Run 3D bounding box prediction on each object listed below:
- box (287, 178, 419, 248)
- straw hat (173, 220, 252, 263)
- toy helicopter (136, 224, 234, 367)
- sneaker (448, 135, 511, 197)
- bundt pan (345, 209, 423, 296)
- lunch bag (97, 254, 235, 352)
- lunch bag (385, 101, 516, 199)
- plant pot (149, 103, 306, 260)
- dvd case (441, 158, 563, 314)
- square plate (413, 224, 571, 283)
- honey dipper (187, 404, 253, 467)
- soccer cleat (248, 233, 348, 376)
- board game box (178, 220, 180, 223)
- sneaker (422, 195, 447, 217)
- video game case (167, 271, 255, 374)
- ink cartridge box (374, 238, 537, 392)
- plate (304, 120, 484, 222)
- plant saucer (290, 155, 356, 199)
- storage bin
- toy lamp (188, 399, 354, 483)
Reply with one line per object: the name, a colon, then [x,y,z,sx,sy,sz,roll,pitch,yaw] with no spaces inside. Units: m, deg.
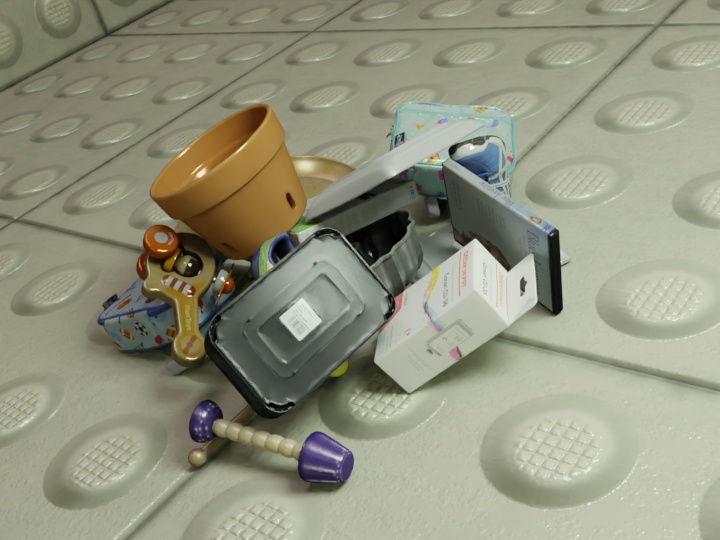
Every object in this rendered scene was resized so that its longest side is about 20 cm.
box: [-0.035,-0.083,1.297,0.199,0.037,0.144,-25,19,-25]
straw hat: [-0.234,-0.051,1.385,0.200,0.202,0.085,15,55,42]
toy helicopter: [-0.224,0.036,1.206,0.131,0.079,0.202,3,56,-22]
sneaker: [0.172,-0.121,1.234,0.075,0.200,0.078,-15,68,18]
bundt pan: [0.000,0.000,1.262,0.200,0.076,0.202,-25,23,11]
lunch bag: [-0.287,0.043,1.339,0.199,0.076,0.160,-8,31,42]
lunch bag: [0.137,-0.189,1.389,0.198,0.077,0.162,7,51,2]
plant pot: [-0.166,-0.110,1.236,0.199,0.141,0.201,-28,27,15]
dvd case: [0.180,-0.044,1.155,0.017,0.143,0.200,-34,48,-18]
square plate: [0.164,-0.026,1.290,0.198,0.029,0.198,-23,31,-9]
honey dipper: [-0.137,0.170,1.124,0.038,0.038,0.200,16,46,44]
soccer cleat: [-0.073,0.042,1.150,0.064,0.084,0.201,-8,58,-52]
board game box: [-0.218,-0.090,1.579,0.198,0.044,0.200,-12,30,9]
sneaker: [0.161,-0.157,1.456,0.113,0.076,0.201,-5,34,17]
video game case: [-0.168,0.048,1.279,0.181,0.023,0.201,-29,20,37]
ink cartridge box: [0.113,0.043,1.083,0.199,0.067,0.117,-38,21,26]
plate: [0.038,-0.139,1.201,0.199,0.033,0.199,-34,7,-39]
plant saucer: [-0.084,-0.137,1.545,0.198,0.036,0.201,5,33,-3]
storage bin: [-0.073,0.063,1.071,0.200,0.135,0.094,-41,-1,-20]
toy lamp: [-0.100,0.195,1.027,0.198,0.059,0.058,13,41,28]
